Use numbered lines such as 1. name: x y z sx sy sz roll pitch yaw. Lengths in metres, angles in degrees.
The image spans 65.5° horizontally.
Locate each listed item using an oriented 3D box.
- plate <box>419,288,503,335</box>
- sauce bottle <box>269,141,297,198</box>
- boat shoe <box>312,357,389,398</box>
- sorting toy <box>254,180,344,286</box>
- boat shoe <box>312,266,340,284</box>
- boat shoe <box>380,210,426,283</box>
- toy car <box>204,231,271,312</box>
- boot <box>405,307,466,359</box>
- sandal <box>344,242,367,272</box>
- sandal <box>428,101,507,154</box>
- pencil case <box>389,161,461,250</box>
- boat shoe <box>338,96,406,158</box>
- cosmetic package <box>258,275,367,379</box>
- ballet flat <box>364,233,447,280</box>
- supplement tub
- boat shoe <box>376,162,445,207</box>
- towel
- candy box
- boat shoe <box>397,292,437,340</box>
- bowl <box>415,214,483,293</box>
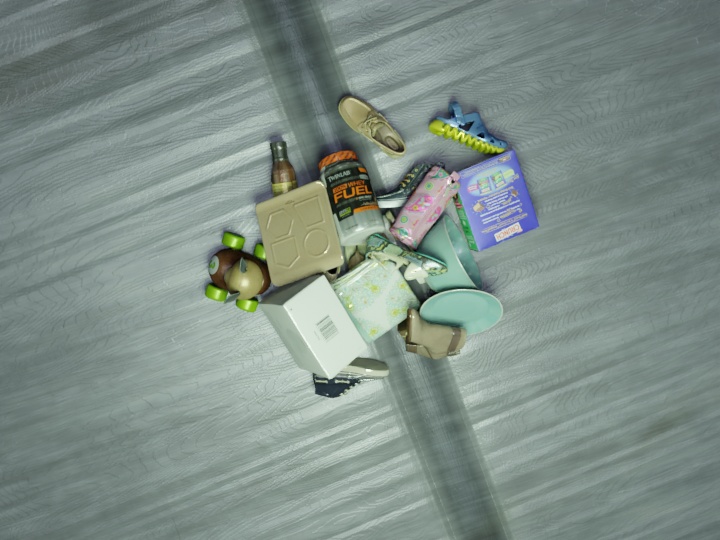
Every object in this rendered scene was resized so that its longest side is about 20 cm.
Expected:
1. plate: 0.239 0.095 1.339 0.197 0.201 0.026 6 53 -5
2. sauce bottle: -0.182 -0.207 1.349 0.065 0.066 0.203 -7 96 -3
3. boat shoe: -0.028 0.276 1.425 0.197 0.075 0.094 6 104 3
4. sorting toy: -0.141 -0.084 1.293 0.183 0.036 0.202 -18 81 16
5. boat shoe: -0.082 -0.064 1.334 0.071 0.059 0.202 9 63 -26
6. boat shoe: 0.100 -0.047 1.391 0.068 0.075 0.201 -32 94 12
7. toy car: -0.288 0.014 1.300 0.156 0.200 0.166 19 96 -7
8. boot: 0.182 0.150 1.344 0.144 0.201 0.071 0 57 3
9. sandal: 0.001 0.001 1.391 0.079 0.057 0.204 -1 98 -3
10. sandal: 0.271 -0.345 1.360 0.198 0.079 0.088 22 91 -8
11. pencil case: 0.152 -0.149 1.308 0.087 0.087 0.201 37 90 -8
12. boat shoe: 0.033 -0.349 1.345 0.199 0.065 0.072 37 94 -8
13. cosmetic package: -0.116 0.127 1.310 0.123 0.199 0.201 -36 104 -24
14. ballet flat: 0.098 -0.016 1.271 0.198 0.074 0.075 23 96 21
15. supplement tub: -0.026 -0.169 1.319 0.121 0.123 0.202 -19 80 -1
16. boat shoe: 0.119 -0.208 1.372 0.198 0.071 0.092 -11 98 -10
17. towel: 0.038 0.065 1.376 0.170 0.048 0.201 -33 118 4
18. candy box: 0.325 -0.171 1.385 0.167 0.077 0.202 -21 97 -2
19. boat shoe: 0.190 0.114 1.424 0.199 0.072 0.076 -37 114 8
20. bowl: 0.205 -0.021 1.352 0.104 0.201 0.202 -27 99 19
